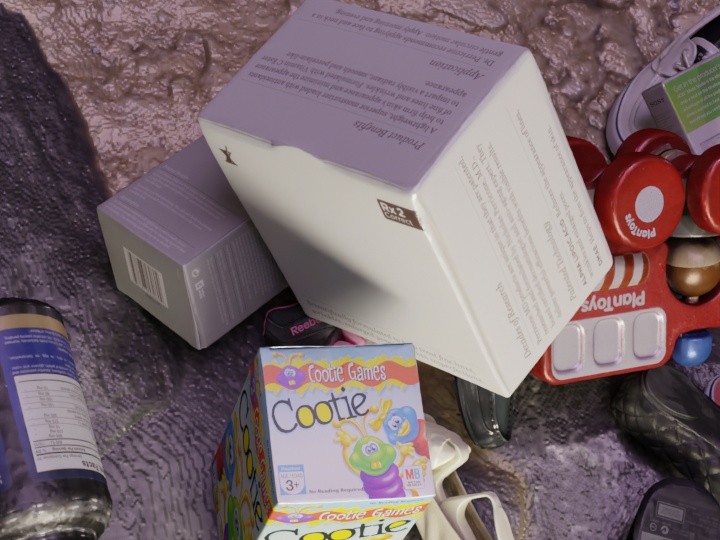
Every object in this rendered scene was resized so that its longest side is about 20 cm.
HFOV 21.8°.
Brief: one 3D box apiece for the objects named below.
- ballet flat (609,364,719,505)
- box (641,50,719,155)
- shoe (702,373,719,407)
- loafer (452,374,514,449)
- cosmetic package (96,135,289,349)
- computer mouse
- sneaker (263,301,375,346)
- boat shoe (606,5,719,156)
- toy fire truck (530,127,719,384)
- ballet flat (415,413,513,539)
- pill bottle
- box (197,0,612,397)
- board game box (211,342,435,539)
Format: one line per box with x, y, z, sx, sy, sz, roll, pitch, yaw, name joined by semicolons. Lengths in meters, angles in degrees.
0.269;0.148;1.389;0.200;0.057;0.066;47;55;4;ballet flat
0.323;-0.082;1.483;0.144;0.036;0.201;-27;94;-27;box
0.361;0.110;1.400;0.198;0.091;0.072;19;60;-5;shoe
0.104;0.029;1.363;0.070;0.068;0.203;-2;79;18;loafer
-0.079;-0.047;1.351;0.199;0.091;0.107;-34;46;-28;cosmetic package
0.183;0.242;1.317;0.139;0.046;0.202;11;73;-14;computer mouse
0.000;0.000;1.380;0.095;0.079;0.200;27;57;18;sneaker
0.275;-0.160;1.529;0.072;0.066;0.200;45;62;10;boat shoe
0.206;-0.010;1.347;0.198;0.112;0.170;-7;104;-30;toy fire truck
0.061;0.156;1.310;0.069;0.070;0.201;-22;76;-23;ballet flat
-0.227;0.129;1.227;0.111;0.112;0.202;-10;67;-19;pill bottle
0.031;-0.051;1.225;0.198;0.201;0.131;21;60;41;box
-0.029;0.136;1.223;0.104;0.200;0.104;-1;64;-14;board game box
